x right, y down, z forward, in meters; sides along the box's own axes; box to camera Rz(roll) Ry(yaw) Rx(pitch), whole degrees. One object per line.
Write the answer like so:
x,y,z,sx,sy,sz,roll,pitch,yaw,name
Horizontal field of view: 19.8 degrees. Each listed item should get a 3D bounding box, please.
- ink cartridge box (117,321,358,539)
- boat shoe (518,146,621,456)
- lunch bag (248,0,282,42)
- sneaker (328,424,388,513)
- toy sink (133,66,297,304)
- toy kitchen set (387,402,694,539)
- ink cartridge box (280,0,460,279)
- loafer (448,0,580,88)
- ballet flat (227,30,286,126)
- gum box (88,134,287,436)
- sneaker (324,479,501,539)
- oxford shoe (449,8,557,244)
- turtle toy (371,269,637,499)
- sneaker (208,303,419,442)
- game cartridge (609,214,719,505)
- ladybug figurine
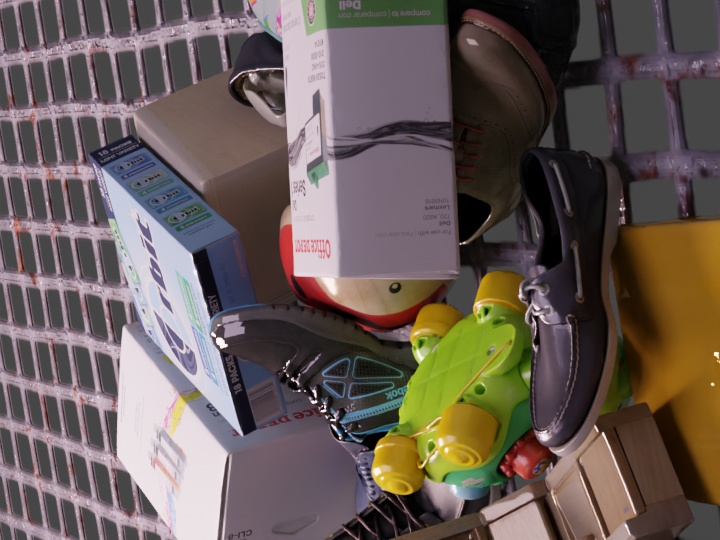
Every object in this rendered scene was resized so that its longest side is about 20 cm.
-0.099,0.140,1.731,0.200,0.144,0.146,45,138,44,ink cartridge box
0.118,0.015,1.277,0.073,0.062,0.202,-30,47,54,boat shoe
-0.038,-0.265,1.512,0.160,0.076,0.202,-142,45,-65,lunch bag
0.009,0.132,1.594,0.075,0.084,0.201,55,144,36,sneaker
-0.089,-0.041,1.660,0.130,0.111,0.201,44,152,48,toy sink
0.110,0.212,1.306,0.200,0.179,0.164,113,139,-64,toy kitchen set
0.004,-0.094,1.318,0.146,0.084,0.202,179,88,-77,ink cartridge box
0.071,-0.165,1.381,0.200,0.068,0.071,23,113,53,loafer
-0.027,-0.128,1.535,0.199,0.073,0.074,21,120,41,ballet flat
-0.135,0.009,1.601,0.200,0.044,0.171,39,149,51,gum box
0.033,0.190,1.549,0.075,0.106,0.201,58,146,32,sneaker
0.080,-0.086,1.325,0.070,0.075,0.201,27,154,24,oxford shoe
0.099,0.084,1.379,0.200,0.101,0.147,-28,36,50,turtle toy
-0.016,0.077,1.473,0.073,0.198,0.083,128,156,-79,sneaker
0.225,0.054,1.228,0.200,0.032,0.178,-2,99,64,game cartridge
0.000,0.000,1.494,0.200,0.135,0.072,121,170,-82,ladybug figurine
